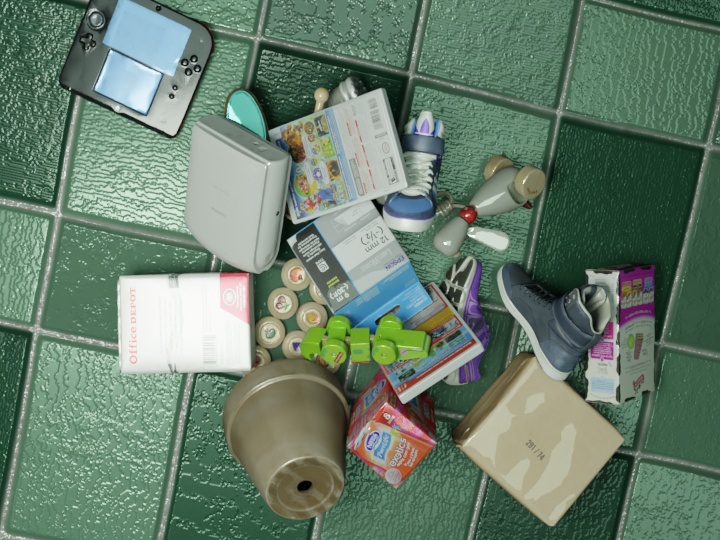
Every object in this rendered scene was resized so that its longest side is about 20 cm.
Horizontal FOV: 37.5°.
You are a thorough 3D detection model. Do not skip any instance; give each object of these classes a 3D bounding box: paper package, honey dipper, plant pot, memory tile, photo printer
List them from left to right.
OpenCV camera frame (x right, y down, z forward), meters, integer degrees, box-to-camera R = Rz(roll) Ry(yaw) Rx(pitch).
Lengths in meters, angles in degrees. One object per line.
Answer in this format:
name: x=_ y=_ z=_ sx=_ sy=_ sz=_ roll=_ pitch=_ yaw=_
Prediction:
photo printer: x=-0.184 y=-0.104 z=1.555 sx=0.165 sy=0.069 sz=0.203 roll=31 pitch=126 yaw=28
plant pot: x=-0.097 y=0.261 z=1.559 sx=0.196 sy=0.174 sz=0.203 roll=-7 pitch=121 yaw=-12
memory tile: x=-0.088 y=0.096 z=1.661 sx=0.151 sy=0.017 sz=0.203 roll=26 pitch=92 yaw=-6
honey dipper: x=-0.077 y=-0.174 z=1.589 sx=0.037 sy=0.038 sz=0.204 roll=11 pitch=106 yaw=-5
paper package: x=0.275 y=0.259 z=1.659 sx=0.199 sy=0.103 sz=0.191 roll=41 pitch=91 yaw=-5

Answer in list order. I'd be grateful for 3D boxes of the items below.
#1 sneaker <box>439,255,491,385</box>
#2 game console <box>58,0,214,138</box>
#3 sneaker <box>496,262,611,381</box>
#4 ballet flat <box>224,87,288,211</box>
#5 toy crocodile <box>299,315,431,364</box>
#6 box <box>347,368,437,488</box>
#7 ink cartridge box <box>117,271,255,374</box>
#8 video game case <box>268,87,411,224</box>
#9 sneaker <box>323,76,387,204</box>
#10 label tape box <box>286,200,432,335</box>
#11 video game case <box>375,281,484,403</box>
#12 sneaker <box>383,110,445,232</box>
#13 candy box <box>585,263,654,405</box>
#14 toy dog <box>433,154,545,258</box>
sneaker: x=0.168 y=0.078 z=1.663 sx=0.082 sy=0.080 sz=0.204 roll=2 pitch=101 yaw=-21
game console: x=-0.335 y=-0.320 z=1.603 sx=0.197 sy=0.031 sz=0.179 roll=24 pitch=92 yaw=-5
sneaker: x=0.294 y=0.040 z=1.597 sx=0.076 sy=0.147 sz=0.204 roll=-7 pitch=56 yaw=-35
ballet flat: x=-0.157 y=-0.174 z=1.607 sx=0.067 sy=0.072 sz=0.203 roll=-21 pitch=95 yaw=-2
toy crocodile: x=0.006 y=0.110 z=1.562 sx=0.196 sy=0.068 sz=0.063 roll=0 pitch=130 yaw=9
box: x=0.048 y=0.226 z=1.585 sx=0.099 sy=0.200 sz=0.096 roll=39 pitch=101 yaw=-6
ink cartridge box: x=-0.261 y=0.078 z=1.606 sx=0.196 sy=0.084 sz=0.148 roll=-1 pitch=92 yaw=-1
video game case: x=-0.033 y=-0.163 z=1.538 sx=0.197 sy=0.018 sz=0.146 roll=-16 pitch=91 yaw=28
sneaker: x=0.000 y=-0.192 z=1.631 sx=0.081 sy=0.075 sz=0.203 roll=-19 pitch=98 yaw=25
label tape box: x=0.000 y=0.000 z=1.612 sx=0.142 sy=0.066 sz=0.202 roll=-33 pitch=79 yaw=-3
video game case: x=0.088 y=0.104 z=1.590 sx=0.142 sy=0.200 sz=0.018 roll=-33 pitch=121 yaw=-1
sneaker: x=0.080 y=-0.156 z=1.555 sx=0.079 sy=0.201 sz=0.149 roll=7 pitch=115 yaw=9
candy box: x=0.402 y=0.095 z=1.641 sx=0.060 sy=0.135 sz=0.204 roll=2 pitch=95 yaw=39
toy dog: x=0.201 y=-0.087 z=1.632 sx=0.198 sy=0.133 sz=0.097 roll=-31 pitch=128 yaw=6
